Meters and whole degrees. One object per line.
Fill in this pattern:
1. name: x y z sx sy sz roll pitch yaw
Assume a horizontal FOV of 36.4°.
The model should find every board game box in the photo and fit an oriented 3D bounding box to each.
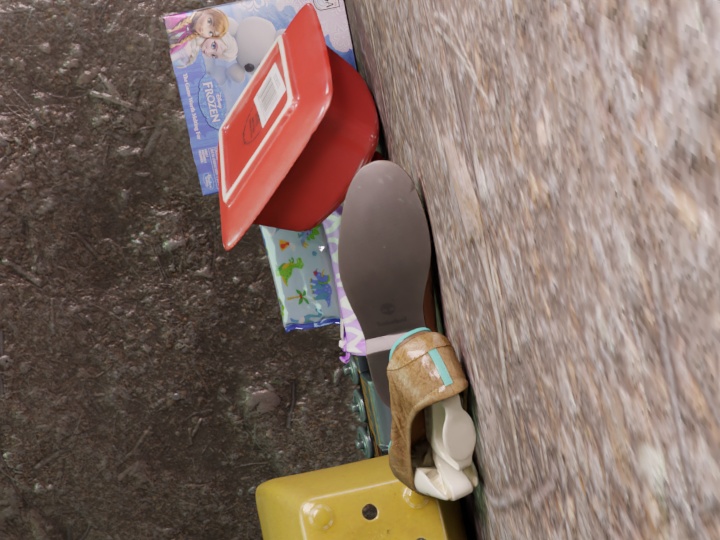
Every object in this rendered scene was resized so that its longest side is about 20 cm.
1. board game box: -0.100 -0.202 1.218 0.043 0.198 0.201 -121 18 -77

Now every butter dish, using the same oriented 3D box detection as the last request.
1. butter dish: -0.044 -0.123 1.076 0.200 0.147 0.200 -53 29 29

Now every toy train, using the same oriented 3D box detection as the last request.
1. toy train: 0.036 0.177 1.398 0.114 0.085 0.201 -144 43 -69

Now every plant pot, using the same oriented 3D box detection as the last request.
1. plant pot: 0.013 0.259 0.979 0.200 0.195 0.195 101 157 -73

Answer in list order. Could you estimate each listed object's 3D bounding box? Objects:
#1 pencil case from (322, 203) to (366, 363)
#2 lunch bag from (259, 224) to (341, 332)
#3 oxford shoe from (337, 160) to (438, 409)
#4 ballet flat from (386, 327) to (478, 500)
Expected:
1. pencil case: 0.000 0.000 1.207 0.084 0.085 0.201 -176 75 -86
2. lunch bag: -0.034 -0.020 1.546 0.200 0.127 0.171 -25 -75 -62
3. oxford shoe: 0.025 0.007 0.850 0.071 0.071 0.201 -69 -26 -66
4. ballet flat: 0.059 0.126 0.813 0.072 0.068 0.200 52 158 37
